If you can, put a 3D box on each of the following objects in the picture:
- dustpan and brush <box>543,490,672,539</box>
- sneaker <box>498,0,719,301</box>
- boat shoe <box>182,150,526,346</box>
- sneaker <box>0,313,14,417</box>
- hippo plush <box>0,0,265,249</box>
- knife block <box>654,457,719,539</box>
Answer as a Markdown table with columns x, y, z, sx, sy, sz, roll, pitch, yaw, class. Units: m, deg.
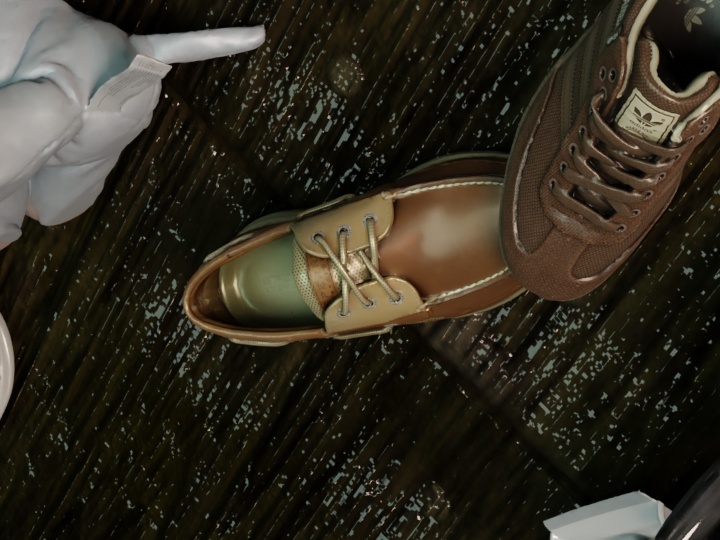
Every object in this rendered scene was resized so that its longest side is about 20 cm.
| x | y | z | sx | sy | sz | roll | pitch | yaw | class |
| --- | --- | --- | --- | --- | --- | --- | --- | --- | --- |
| 0.169 | 0.171 | 0.722 | 0.200 | 0.057 | 0.140 | 29 | 162 | -4 | dustpan and brush |
| 0.104 | -0.066 | 0.670 | 0.070 | 0.076 | 0.200 | 28 | 116 | 4 | sneaker |
| 0.000 | 0.000 | 0.798 | 0.200 | 0.074 | 0.076 | -17 | 95 | 38 | boat shoe |
| -0.258 | 0.016 | 0.997 | 0.075 | 0.100 | 0.201 | 10 | 114 | 33 | sneaker |
| -0.191 | -0.111 | 0.856 | 0.200 | 0.159 | 0.161 | -38 | 82 | 41 | hippo plush |
| 0.184 | 0.042 | 0.600 | 0.064 | 0.175 | 0.200 | 38 | 126 | 21 | knife block |
